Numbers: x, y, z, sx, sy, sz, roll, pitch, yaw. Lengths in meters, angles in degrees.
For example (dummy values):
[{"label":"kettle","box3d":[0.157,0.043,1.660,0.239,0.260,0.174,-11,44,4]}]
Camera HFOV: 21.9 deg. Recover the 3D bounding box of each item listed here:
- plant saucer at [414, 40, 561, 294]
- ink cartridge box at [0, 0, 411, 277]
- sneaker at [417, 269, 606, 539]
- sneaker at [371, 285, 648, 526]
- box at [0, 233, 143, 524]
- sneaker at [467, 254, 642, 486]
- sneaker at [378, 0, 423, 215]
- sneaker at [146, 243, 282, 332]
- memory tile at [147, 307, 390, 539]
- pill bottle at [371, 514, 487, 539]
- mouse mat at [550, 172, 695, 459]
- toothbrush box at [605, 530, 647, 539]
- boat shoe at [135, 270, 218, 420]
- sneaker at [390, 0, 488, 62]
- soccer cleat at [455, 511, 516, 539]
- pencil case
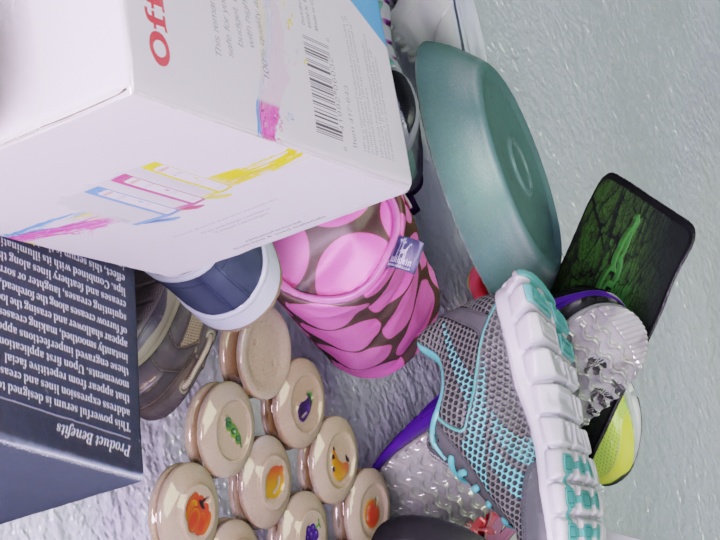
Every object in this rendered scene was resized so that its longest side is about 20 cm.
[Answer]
[{"label":"plant saucer","box3d":[0.093,-0.064,1.240,0.200,0.036,0.201,56,22,-37]},{"label":"ink cartridge box","box3d":[-0.092,-0.088,0.682,0.199,0.125,0.130,16,60,-56]},{"label":"sneaker","box3d":[0.083,0.105,1.062,0.078,0.091,0.202,35,42,-56]},{"label":"sneaker","box3d":[0.087,0.080,1.162,0.070,0.200,0.100,50,7,-21]},{"label":"box","box3d":[-0.180,-0.001,0.763,0.107,0.148,0.202,26,53,-51]},{"label":"sneaker","box3d":[0.130,0.068,1.335,0.201,0.078,0.090,62,31,3]},{"label":"sneaker","box3d":[-0.004,-0.125,1.212,0.088,0.074,0.201,70,5,-49]},{"label":"sneaker","box3d":[-0.116,-0.065,0.904,0.200,0.070,0.108,52,4,30]},{"label":"memory tile","box3d":[-0.041,0.129,1.001,0.200,0.017,0.154,59,42,-41]},{"label":"pill bottle","box3d":[0.013,0.233,0.966,0.112,0.111,0.201,51,46,-31]},{"label":"mouse mat","box3d":[0.146,0.042,1.211,0.007,0.201,0.161,20,10,-19]},{"label":"toothbrush box","box3d":[0.129,0.276,1.114,0.147,0.085,0.201,-60,156,-53]},{"label":"boat shoe","box3d":[-0.096,-0.001,0.998,0.074,0.074,0.201,63,38,-34]},{"label":"sneaker","box3d":[0.046,-0.183,1.338,0.073,0.070,0.201,-114,-171,-59]},{"label":"soccer cleat","box3d":[0.069,0.173,1.166,0.077,0.066,0.201,68,26,-55]},{"label":"pencil case","box3d":[0.000,0.000,1.059,0.094,0.090,0.200,-59,168,-9]}]
